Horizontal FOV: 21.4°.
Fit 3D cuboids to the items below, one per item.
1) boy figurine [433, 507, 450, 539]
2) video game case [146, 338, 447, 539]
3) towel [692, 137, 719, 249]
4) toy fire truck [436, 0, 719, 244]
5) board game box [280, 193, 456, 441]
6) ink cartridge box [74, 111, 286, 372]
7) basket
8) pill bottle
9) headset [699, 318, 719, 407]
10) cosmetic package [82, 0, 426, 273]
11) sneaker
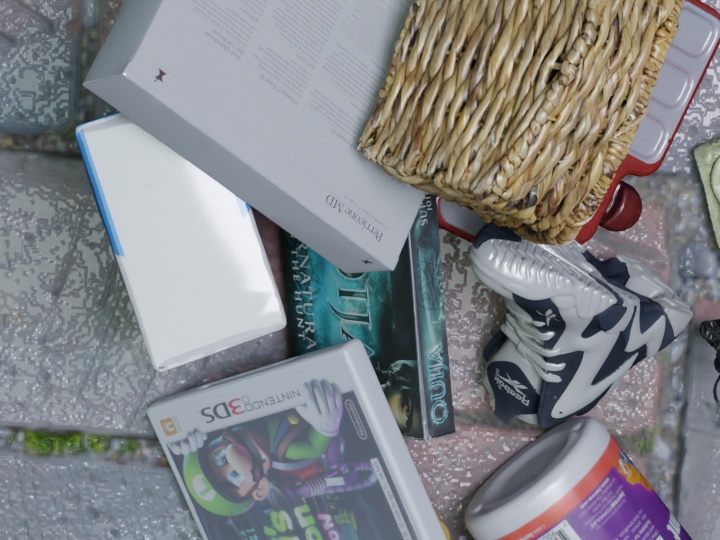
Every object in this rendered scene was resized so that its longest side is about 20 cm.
[{"bbox_3d":[0.055,0.228,1.238,0.124,0.064,0.201,-10,105,35],"label":"boy figurine"},{"bbox_3d":[-0.033,0.157,1.212,0.181,0.023,0.201,-18,98,39],"label":"video game case"},{"bbox_3d":[0.327,-0.046,1.231,0.199,0.036,0.149,-21,98,3],"label":"towel"},{"bbox_3d":[0.128,-0.101,1.193,0.167,0.112,0.201,23,92,-24],"label":"toy fire truck"},{"bbox_3d":[0.000,0.000,1.193,0.028,0.135,0.201,-10,99,-37],"label":"board game box"},{"bbox_3d":[-0.111,-0.030,1.148,0.084,0.200,0.147,-19,97,-5],"label":"ink cartridge box"},{"bbox_3d":[0.120,-0.116,1.027,0.149,0.142,0.201,23,87,-41],"label":"basket"},{"bbox_3d":[0.167,0.203,1.224,0.111,0.111,0.200,-38,96,4],"label":"pill bottle"},{"bbox_3d":[0.296,0.107,1.232,0.200,0.094,0.124,37,110,-25],"label":"headset"},{"bbox_3d":[-0.036,-0.113,1.047,0.200,0.052,0.151,36,66,-30],"label":"cosmetic package"},{"bbox_3d":[0.110,0.044,1.186,0.080,0.199,0.130,48,110,30],"label":"sneaker"}]
